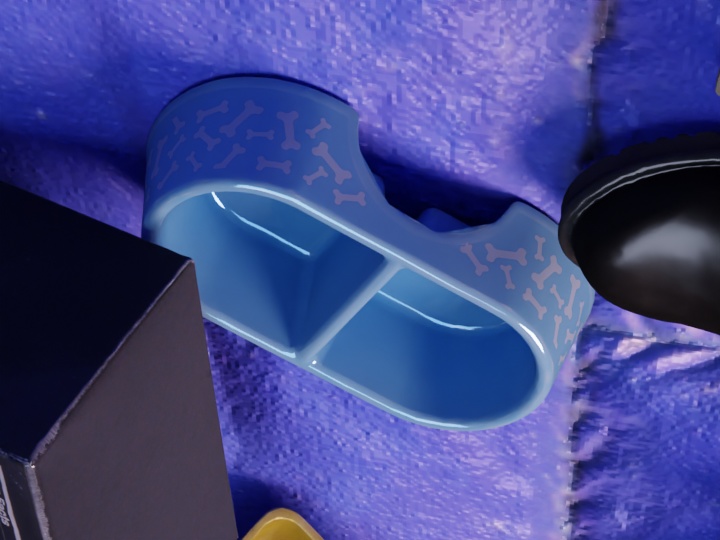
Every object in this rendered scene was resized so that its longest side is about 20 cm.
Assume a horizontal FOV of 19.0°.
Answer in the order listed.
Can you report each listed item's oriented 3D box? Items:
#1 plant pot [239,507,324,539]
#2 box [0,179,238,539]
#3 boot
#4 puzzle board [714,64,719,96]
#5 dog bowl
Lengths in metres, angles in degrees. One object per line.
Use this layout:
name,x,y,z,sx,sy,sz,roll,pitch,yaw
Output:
plant pot,-0.061,0.270,1.073,0.200,0.200,0.176,46,153,-1
box,-0.169,0.062,0.909,0.198,0.123,0.200,23,144,21
boot,0.167,0.033,0.771,0.211,0.158,0.079,5,139,12
puzzle board,0.230,-0.095,0.715,0.200,0.017,0.151,12,141,5
dog bowl,0.000,0.000,0.873,0.200,0.050,0.111,28,138,-15
